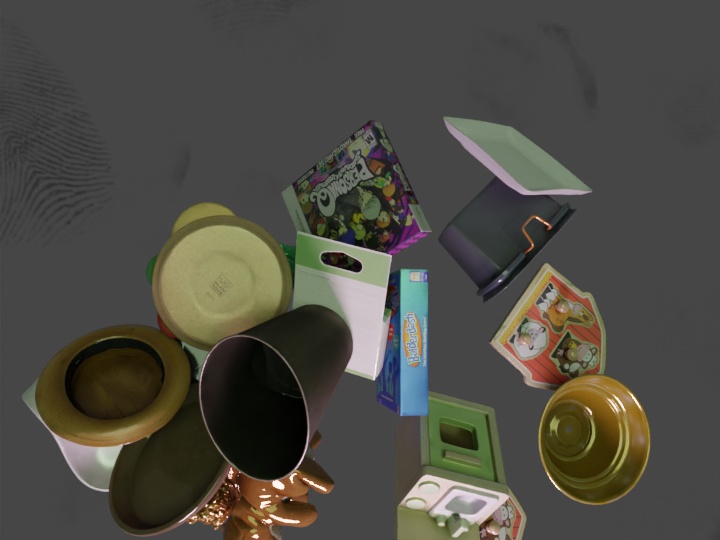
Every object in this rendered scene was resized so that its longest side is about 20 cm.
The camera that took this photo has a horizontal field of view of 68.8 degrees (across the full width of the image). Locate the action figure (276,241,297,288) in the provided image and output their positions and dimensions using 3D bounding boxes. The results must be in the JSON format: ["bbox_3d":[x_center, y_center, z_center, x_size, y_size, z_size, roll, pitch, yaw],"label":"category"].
[{"bbox_3d":[-0.160,-0.015,0.813,0.199,0.055,0.119,12,80,-13],"label":"action figure"}]

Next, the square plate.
[{"bbox_3d":[0.249,-0.178,0.846,0.199,0.029,0.198,-7,48,-41],"label":"square plate"}]

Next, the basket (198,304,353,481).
[{"bbox_3d":[-0.091,0.130,0.673,0.135,0.200,0.181,0,105,18],"label":"basket"}]

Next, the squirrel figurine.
[{"bbox_3d":[-0.159,0.312,0.736,0.199,0.142,0.187,28,96,-24],"label":"squirrel figurine"}]

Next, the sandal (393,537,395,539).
[{"bbox_3d":[0.111,0.423,0.810,0.201,0.057,0.080,-39,97,-18],"label":"sandal"}]

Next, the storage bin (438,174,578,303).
[{"bbox_3d":[0.232,-0.069,0.863,0.134,0.146,0.200,44,77,7],"label":"storage bin"}]

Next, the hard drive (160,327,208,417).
[{"bbox_3d":[-0.218,0.138,0.789,0.134,0.042,0.201,-12,87,-13],"label":"hard drive"}]

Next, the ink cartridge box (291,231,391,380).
[{"bbox_3d":[-0.028,0.047,0.762,0.145,0.048,0.201,15,113,16],"label":"ink cartridge box"}]

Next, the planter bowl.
[{"bbox_3d":[0.365,0.269,0.871,0.199,0.083,0.202,1,84,-11],"label":"planter bowl"}]

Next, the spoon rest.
[{"bbox_3d":[-0.389,0.225,0.735,0.200,0.061,0.099,41,78,-4],"label":"spoon rest"}]

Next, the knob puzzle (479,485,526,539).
[{"bbox_3d":[0.178,0.385,0.813,0.218,0.030,0.221,11,60,-20],"label":"knob puzzle"}]

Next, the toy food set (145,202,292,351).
[{"bbox_3d":[-0.197,0.020,0.745,0.199,0.049,0.199,30,87,-12],"label":"toy food set"}]

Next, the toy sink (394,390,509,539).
[{"bbox_3d":[0.127,0.291,0.755,0.130,0.112,0.201,17,40,-8],"label":"toy sink"}]

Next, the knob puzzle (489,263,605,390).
[{"bbox_3d":[0.348,0.117,0.905,0.218,0.030,0.221,1,83,-12],"label":"knob puzzle"}]

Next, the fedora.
[{"bbox_3d":[-0.324,0.163,0.708,0.199,0.082,0.201,5,40,-4],"label":"fedora"}]

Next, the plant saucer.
[{"bbox_3d":[-0.236,0.240,0.682,0.200,0.200,0.030,-46,131,-12],"label":"plant saucer"}]

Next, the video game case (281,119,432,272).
[{"bbox_3d":[-0.014,-0.088,0.780,0.036,0.200,0.182,-4,67,-55],"label":"video game case"}]

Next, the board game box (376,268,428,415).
[{"bbox_3d":[0.060,0.105,0.793,0.045,0.152,0.201,2,82,-10],"label":"board game box"}]
